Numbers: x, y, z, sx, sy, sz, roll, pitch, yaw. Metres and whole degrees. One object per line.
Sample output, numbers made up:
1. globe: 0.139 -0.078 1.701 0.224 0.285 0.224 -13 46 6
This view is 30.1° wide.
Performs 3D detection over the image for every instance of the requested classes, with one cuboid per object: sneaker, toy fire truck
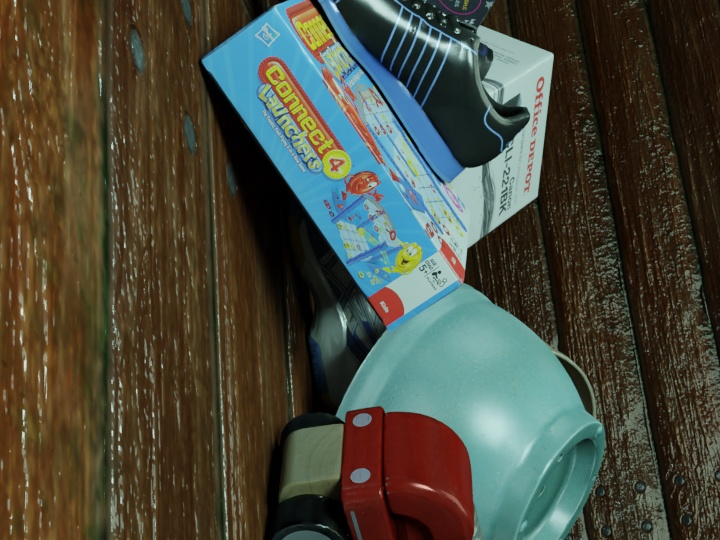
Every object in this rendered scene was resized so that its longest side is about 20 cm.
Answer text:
1. sneaker: 0.000 0.000 0.975 0.075 0.088 0.201 -50 129 -77
2. toy fire truck: 0.058 0.175 0.794 0.129 0.199 0.177 -87 166 -55
3. sneaker: 0.037 -0.157 0.907 0.200 0.078 0.070 52 14 -21

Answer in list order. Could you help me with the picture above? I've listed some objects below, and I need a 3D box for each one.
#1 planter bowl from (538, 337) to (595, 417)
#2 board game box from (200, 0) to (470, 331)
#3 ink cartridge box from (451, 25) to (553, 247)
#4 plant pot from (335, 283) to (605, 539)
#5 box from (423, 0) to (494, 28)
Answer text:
1. planter bowl: 0.080 0.120 1.134 0.135 0.199 0.201 48 -23 52
2. board game box: -0.006 -0.081 0.868 0.196 0.056 0.200 55 13 -9
3. ink cartridge box: 0.065 -0.093 1.087 0.200 0.083 0.145 -36 140 -39
4. plant pot: 0.084 0.128 0.922 0.200 0.134 0.201 -39 144 -36
5. box: 0.025 -0.253 1.026 0.132 0.114 0.201 -56 -148 34
